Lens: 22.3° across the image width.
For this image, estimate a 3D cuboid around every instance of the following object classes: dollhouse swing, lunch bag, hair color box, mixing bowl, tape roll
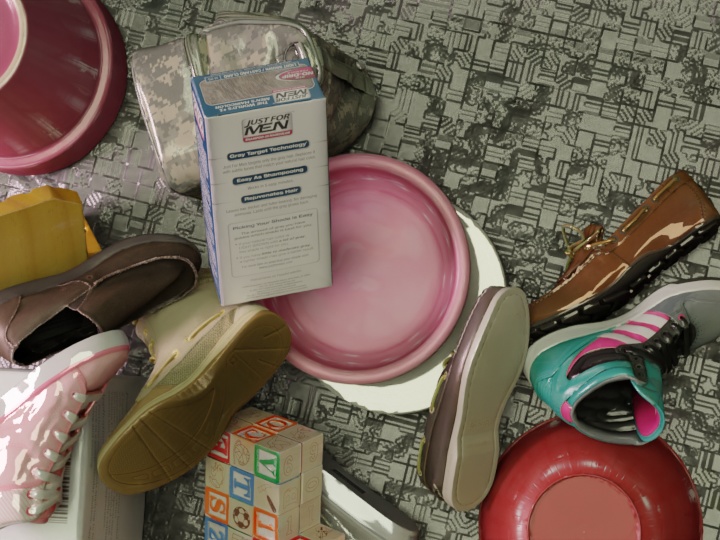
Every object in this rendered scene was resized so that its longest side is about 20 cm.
[{"bbox_3d":[-0.335,-0.030,1.581,0.199,0.177,0.182,-20,44,-15],"label":"dollhouse swing"},{"bbox_3d":[-0.085,-0.148,1.598,0.167,0.200,0.140,-17,82,13],"label":"lunch bag"},{"bbox_3d":[-0.079,-0.070,1.495,0.099,0.201,0.061,-11,43,-11],"label":"hair color box"},{"bbox_3d":[0.192,0.221,1.559,0.199,0.108,0.202,-1,85,11],"label":"mixing bowl"},{"bbox_3d":[0.034,0.029,1.640,0.201,0.037,0.204,-1,85,9],"label":"tape roll"}]

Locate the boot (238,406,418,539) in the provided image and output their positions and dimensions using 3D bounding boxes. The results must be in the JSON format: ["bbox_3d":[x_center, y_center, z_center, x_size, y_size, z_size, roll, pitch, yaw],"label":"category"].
[{"bbox_3d":[-0.051,0.212,1.621,0.200,0.074,0.096,37,99,17],"label":"boot"}]

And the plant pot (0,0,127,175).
[{"bbox_3d":[-0.330,-0.195,1.653,0.199,0.179,0.202,-1,85,10],"label":"plant pot"}]

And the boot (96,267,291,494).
[{"bbox_3d":[-0.166,0.090,1.570,0.200,0.073,0.155,-47,34,-7],"label":"boot"}]

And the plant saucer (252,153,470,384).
[{"bbox_3d":[0.000,0.000,1.605,0.199,0.051,0.202,-1,85,11],"label":"plant saucer"}]

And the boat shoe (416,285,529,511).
[{"bbox_3d":[0.093,0.103,1.571,0.059,0.072,0.201,26,111,45],"label":"boat shoe"}]

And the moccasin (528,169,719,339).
[{"bbox_3d":[0.216,-0.013,1.595,0.201,0.074,0.078,-39,70,7],"label":"moccasin"}]

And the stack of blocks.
[{"bbox_3d":[-0.074,0.232,1.573,0.115,0.058,0.201,16,112,36],"label":"stack of blocks"}]

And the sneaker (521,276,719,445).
[{"bbox_3d":[0.246,0.082,1.541,0.199,0.084,0.121,-22,38,0],"label":"sneaker"}]

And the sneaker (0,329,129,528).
[{"bbox_3d":[-0.247,0.137,1.458,0.200,0.075,0.105,-35,81,8],"label":"sneaker"}]

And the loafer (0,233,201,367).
[{"bbox_3d":[-0.221,0.035,1.546,0.199,0.073,0.071,-23,48,-12],"label":"loafer"}]

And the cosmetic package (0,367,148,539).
[{"bbox_3d":[-0.290,0.169,1.600,0.164,0.200,0.166,2,85,9],"label":"cosmetic package"}]
